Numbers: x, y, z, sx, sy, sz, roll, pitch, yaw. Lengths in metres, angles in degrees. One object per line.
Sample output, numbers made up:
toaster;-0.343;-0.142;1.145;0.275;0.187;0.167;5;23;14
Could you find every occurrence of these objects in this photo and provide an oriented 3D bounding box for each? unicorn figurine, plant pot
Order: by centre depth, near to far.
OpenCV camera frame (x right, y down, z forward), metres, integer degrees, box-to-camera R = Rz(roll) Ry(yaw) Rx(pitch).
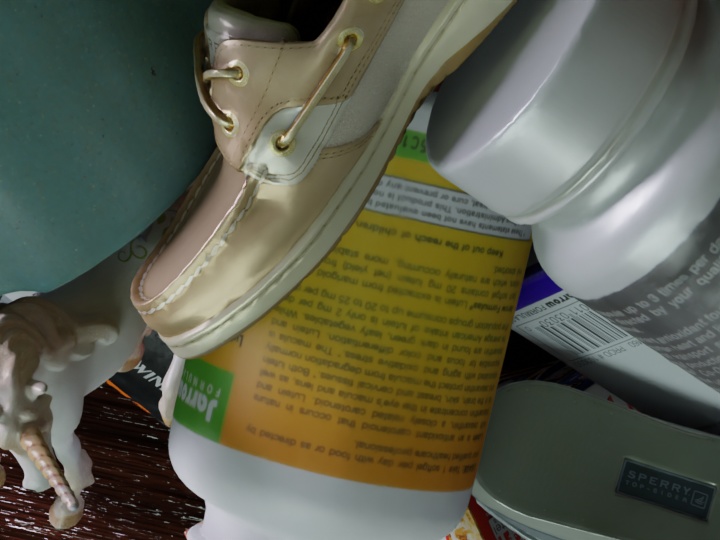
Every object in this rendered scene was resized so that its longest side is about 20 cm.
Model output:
plant pot;-0.146;-0.104;0.734;0.200;0.201;0.196;-8;132;42
unicorn figurine;-0.102;0.034;0.806;0.074;0.200;0.138;17;141;5

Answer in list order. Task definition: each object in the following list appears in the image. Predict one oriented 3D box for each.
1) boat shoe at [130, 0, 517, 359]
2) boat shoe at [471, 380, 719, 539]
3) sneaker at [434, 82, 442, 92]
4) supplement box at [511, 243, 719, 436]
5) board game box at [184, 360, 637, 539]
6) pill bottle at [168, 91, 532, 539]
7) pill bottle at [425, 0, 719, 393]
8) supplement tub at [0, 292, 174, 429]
boat shoe;-0.018;-0.065;0.689;0.069;0.200;0.074;33;-169;-24
boat shoe;0.129;0.095;0.855;0.200;0.070;0.072;22;170;-1
sneaker;0.000;0.000;0.872;0.074;0.087;0.201;18;115;40
supplement box;0.161;0.011;0.848;0.200;0.104;0.101;34;149;-19
board game box;0.035;0.094;1.027;0.200;0.151;0.046;-18;99;50
pill bottle;-0.006;0.032;0.794;0.111;0.201;0.111;13;-176;-1
pill bottle;0.126;-0.020;0.707;0.200;0.114;0.114;32;150;-18
supplement tub;-0.070;0.002;0.969;0.200;0.123;0.122;40;147;-28
